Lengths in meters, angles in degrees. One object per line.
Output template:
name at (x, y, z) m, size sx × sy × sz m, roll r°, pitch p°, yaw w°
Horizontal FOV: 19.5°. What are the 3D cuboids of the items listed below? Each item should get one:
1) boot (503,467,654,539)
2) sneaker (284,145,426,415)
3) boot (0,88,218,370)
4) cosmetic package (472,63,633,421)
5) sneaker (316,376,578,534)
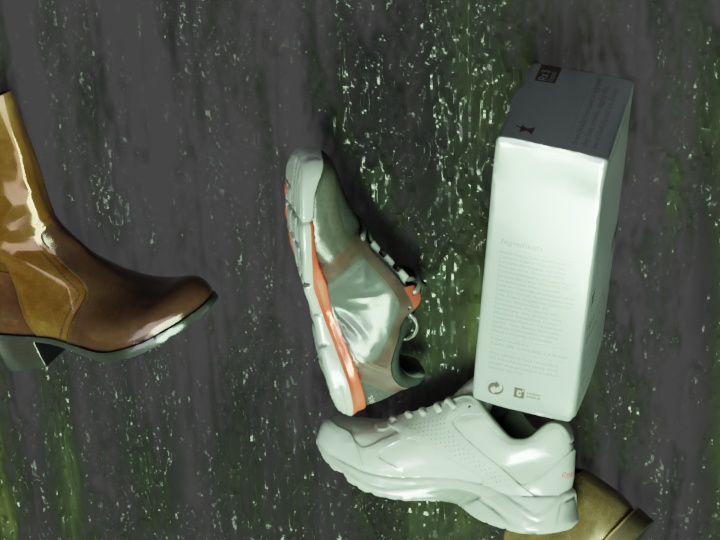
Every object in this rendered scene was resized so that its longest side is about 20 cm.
boot at (0.128, 0.219, 1.510) m, size 0.075 × 0.074 × 0.200 m, roll 42°, pitch 124°, yaw 12°
sneaker at (0.000, 0.000, 1.410) m, size 0.082 × 0.077 × 0.200 m, roll -14°, pitch 121°, yaw -3°
boot at (-0.209, -0.037, 1.465) m, size 0.188 × 0.068 × 0.200 m, roll -6°, pitch 113°, yaw 32°
cosmetic package at (0.121, -0.017, 1.321) m, size 0.074 × 0.102 × 0.200 m, roll 12°, pitch 127°, yaw 11°
sneaker at (0.064, 0.115, 1.459) m, size 0.200 × 0.078 × 0.100 m, roll 11°, pitch 98°, yaw 24°
